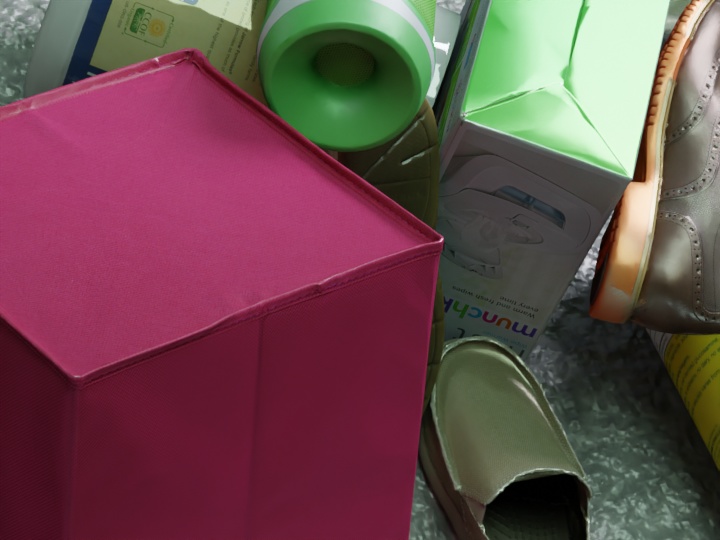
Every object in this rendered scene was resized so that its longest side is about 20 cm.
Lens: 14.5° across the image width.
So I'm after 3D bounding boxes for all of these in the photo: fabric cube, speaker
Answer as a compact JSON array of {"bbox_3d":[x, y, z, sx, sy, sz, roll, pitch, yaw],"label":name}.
[{"bbox_3d":[-0.102,0.049,1.263,0.200,0.200,0.196,-20,41,-32],"label":"fabric cube"},{"bbox_3d":[-0.002,-0.145,1.354,0.088,0.089,0.200,16,38,-8],"label":"speaker"}]

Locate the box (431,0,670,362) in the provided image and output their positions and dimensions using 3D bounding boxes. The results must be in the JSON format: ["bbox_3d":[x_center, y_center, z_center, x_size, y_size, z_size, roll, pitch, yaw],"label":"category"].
[{"bbox_3d":[0.084,-0.081,1.482,0.097,0.177,0.200,20,49,-4],"label":"box"}]

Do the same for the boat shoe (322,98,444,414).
[{"bbox_3d":[-0.001,0.000,1.405,0.072,0.201,0.066,-4,18,-23],"label":"boat shoe"}]

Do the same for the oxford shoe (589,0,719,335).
[{"bbox_3d":[0.170,-0.053,1.431,0.073,0.071,0.200,16,63,0],"label":"oxford shoe"}]

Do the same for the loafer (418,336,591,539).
[{"bbox_3d":[0.080,0.110,1.404,0.076,0.068,0.200,-1,54,-21],"label":"loafer"}]

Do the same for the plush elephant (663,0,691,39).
[{"bbox_3d":[0.176,-0.233,1.661,0.155,0.200,0.165,-37,58,-14],"label":"plush elephant"}]

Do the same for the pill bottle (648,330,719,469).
[{"bbox_3d":[0.211,0.027,1.479,0.112,0.113,0.200,-9,58,-26],"label":"pill bottle"}]

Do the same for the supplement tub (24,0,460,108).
[{"bbox_3d":[-0.061,-0.113,1.474,0.200,0.144,0.145,21,49,-3],"label":"supplement tub"}]
